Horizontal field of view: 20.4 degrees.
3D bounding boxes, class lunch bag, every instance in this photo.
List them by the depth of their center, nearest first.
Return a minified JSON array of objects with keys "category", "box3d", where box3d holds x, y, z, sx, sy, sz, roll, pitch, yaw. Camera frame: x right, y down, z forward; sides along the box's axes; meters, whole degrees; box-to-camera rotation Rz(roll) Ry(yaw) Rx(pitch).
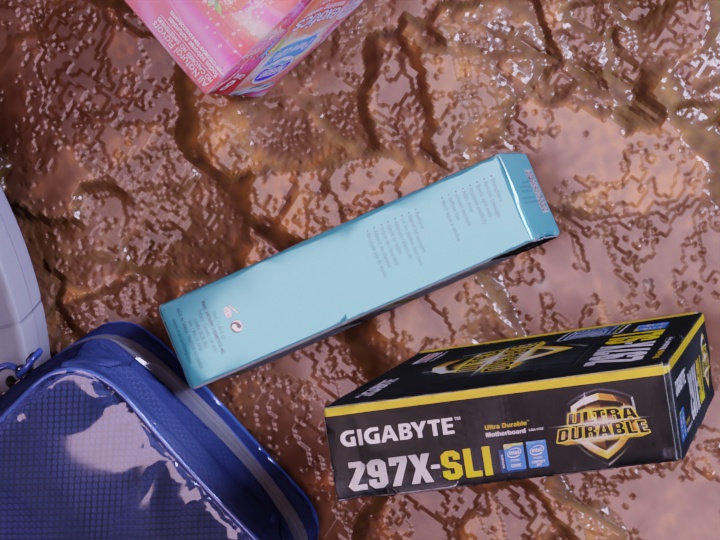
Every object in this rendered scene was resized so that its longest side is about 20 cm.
[{"category":"lunch bag","box3d":[-0.127,0.125,1.068,0.136,0.132,0.200,-41,92,12]}]

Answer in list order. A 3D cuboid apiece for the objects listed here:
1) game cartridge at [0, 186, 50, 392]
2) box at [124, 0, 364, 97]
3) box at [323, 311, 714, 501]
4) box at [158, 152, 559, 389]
[{"category":"game cartridge","box3d":[-0.254,-0.017,1.103,0.133,0.042,0.201,-12,110,28]},{"category":"box","box3d":[-0.097,-0.195,1.056,0.095,0.103,0.200,-42,84,13]},{"category":"box","box3d":[0.084,0.063,0.974,0.159,0.200,0.050,-7,93,15]},{"category":"box","box3d":[0.000,0.000,1.053,0.199,0.082,0.049,-24,87,14]}]
